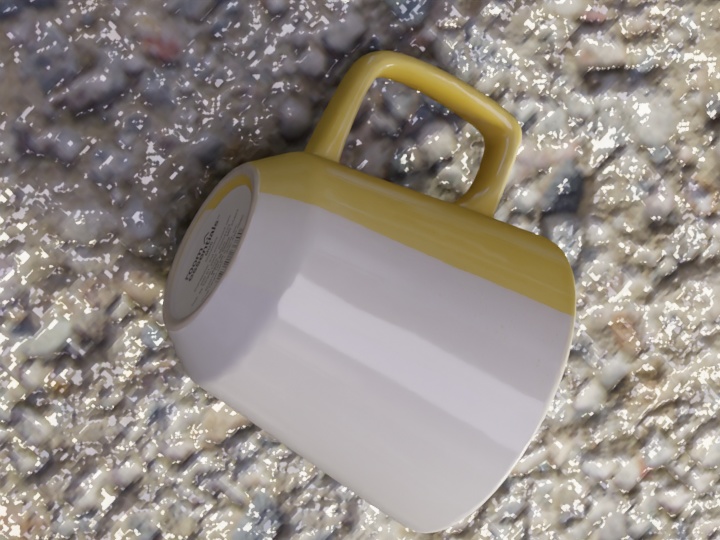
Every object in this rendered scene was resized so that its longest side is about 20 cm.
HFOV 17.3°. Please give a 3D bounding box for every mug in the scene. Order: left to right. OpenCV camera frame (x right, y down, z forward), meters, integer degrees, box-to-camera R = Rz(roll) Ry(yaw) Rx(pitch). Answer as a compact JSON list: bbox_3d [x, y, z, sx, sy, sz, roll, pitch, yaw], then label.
[{"bbox_3d":[-0.005,0.009,1.096,0.152,0.188,0.149,27,130,-21],"label":"mug"}]
